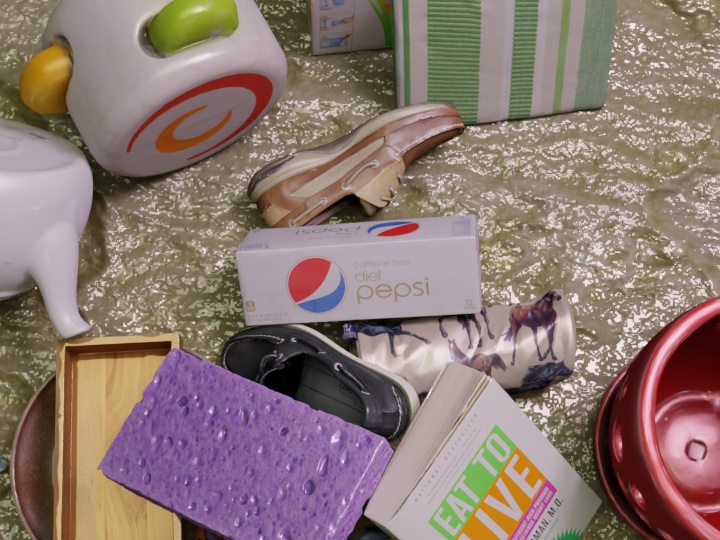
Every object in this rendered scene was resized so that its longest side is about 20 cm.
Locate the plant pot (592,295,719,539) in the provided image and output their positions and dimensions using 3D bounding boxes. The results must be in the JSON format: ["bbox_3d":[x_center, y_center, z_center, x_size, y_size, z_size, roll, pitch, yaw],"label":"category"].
[{"bbox_3d":[0.288,0.134,0.850,0.199,0.183,0.202,1,73,-2],"label":"plant pot"}]

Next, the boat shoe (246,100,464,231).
[{"bbox_3d":[0.001,-0.083,0.967,0.199,0.076,0.074,-24,81,0],"label":"boat shoe"}]

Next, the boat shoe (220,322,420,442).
[{"bbox_3d":[-0.050,0.091,0.867,0.199,0.066,0.075,23,105,35],"label":"boat shoe"}]

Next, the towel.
[{"bbox_3d":[0.127,-0.198,0.970,0.199,0.153,0.023,-8,44,-4],"label":"towel"}]

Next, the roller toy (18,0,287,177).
[{"bbox_3d":[-0.169,-0.180,0.927,0.200,0.182,0.140,-34,77,20],"label":"roller toy"}]

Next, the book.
[{"bbox_3d":[0.098,0.181,0.840,0.048,0.200,0.134,17,67,49],"label":"book"}]

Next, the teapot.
[{"bbox_3d":[-0.323,-0.040,0.900,0.196,0.200,0.147,6,111,-22],"label":"teapot"}]

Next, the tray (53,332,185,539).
[{"bbox_3d":[-0.190,0.154,0.866,0.098,0.037,0.201,-3,74,-3],"label":"tray"}]

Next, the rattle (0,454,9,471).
[{"bbox_3d":[-0.384,0.122,0.855,0.200,0.143,0.130,35,55,15],"label":"rattle"}]

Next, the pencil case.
[{"bbox_3d":[0.084,0.066,0.916,0.199,0.078,0.090,-9,62,-5],"label":"pencil case"}]

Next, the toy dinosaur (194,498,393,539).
[{"bbox_3d":[-0.034,0.194,0.875,0.181,0.105,0.200,23,40,0],"label":"toy dinosaur"}]

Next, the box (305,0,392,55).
[{"bbox_3d":[0.000,-0.287,0.955,0.101,0.200,0.113,-7,74,-4],"label":"box"}]

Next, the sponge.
[{"bbox_3d":[-0.088,0.140,0.804,0.199,0.030,0.112,19,69,27],"label":"sponge"}]

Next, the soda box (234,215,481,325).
[{"bbox_3d":[0.000,0.000,0.909,0.199,0.064,0.069,-3,109,8],"label":"soda box"}]

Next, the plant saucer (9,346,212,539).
[{"bbox_3d":[-0.185,0.157,0.901,0.199,0.037,0.202,1,74,-2],"label":"plant saucer"}]
